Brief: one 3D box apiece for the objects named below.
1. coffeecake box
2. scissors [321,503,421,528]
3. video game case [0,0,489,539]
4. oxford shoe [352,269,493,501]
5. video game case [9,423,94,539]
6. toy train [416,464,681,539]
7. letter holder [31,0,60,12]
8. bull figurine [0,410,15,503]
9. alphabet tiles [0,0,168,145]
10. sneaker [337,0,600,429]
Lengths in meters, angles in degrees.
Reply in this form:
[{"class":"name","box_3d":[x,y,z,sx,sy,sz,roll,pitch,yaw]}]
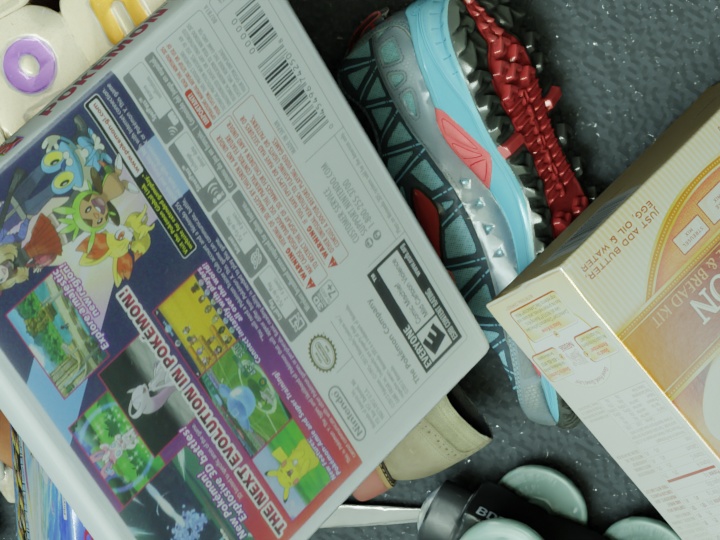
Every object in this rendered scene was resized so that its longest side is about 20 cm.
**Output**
[{"class":"coffeecake box","box_3d":[0.177,0.036,0.968,0.153,0.073,0.200,-43,95,-25]},{"class":"scissors","box_3d":[-0.063,0.111,1.102,0.199,0.014,0.074,-17,98,15]},{"class":"video game case","box_3d":[-0.056,0.012,0.892,0.182,0.023,0.201,-44,119,-25]},{"class":"oxford shoe","box_3d":[0.000,0.000,0.991,0.074,0.071,0.201,-17,119,7]},{"class":"video game case","box_3d":[-0.119,0.044,0.988,0.045,0.181,0.201,-4,89,-14]},{"class":"toy train","box_3d":[0.108,0.170,1.049,0.199,0.085,0.114,25,116,10]},{"class":"letter holder","box_3d":[-0.170,-0.196,0.940,0.199,0.101,0.142,23,124,-18]},{"class":"bull figurine","box_3d":[-0.226,0.105,1.058,0.200,0.065,0.122,-32,103,-27]},{"class":"alphabet tiles","box_3d":[-0.169,-0.075,0.886,0.199,0.015,0.196,-30,94,-5]},{"class":"sneaker","box_3d":[0.051,-0.025,1.029,0.095,0.079,0.201,-9,106,37]}]
